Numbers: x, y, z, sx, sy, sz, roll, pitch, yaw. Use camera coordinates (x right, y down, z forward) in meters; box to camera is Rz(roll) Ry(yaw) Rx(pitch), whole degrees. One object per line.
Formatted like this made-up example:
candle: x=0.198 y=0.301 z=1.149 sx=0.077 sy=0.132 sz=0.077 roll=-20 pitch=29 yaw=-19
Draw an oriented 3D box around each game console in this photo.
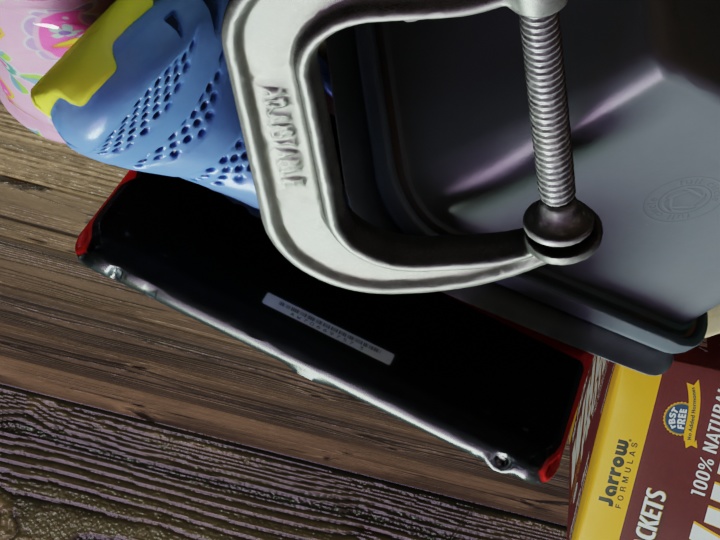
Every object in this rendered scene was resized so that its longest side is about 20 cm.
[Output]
game console: x=0.000 y=0.000 z=1.159 sx=0.200 sy=0.031 sz=0.177 roll=25 pitch=-149 yaw=1

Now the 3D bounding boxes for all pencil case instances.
pencil case: x=-0.111 y=-0.112 z=1.100 sx=0.087 sy=0.088 sz=0.200 roll=12 pitch=166 yaw=5

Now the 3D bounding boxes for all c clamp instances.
c clamp: x=0.040 y=-0.055 z=0.990 sx=0.171 sy=0.027 sz=0.200 roll=0 pitch=141 yaw=1

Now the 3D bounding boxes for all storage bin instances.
storage bin: x=0.105 y=-0.066 z=1.121 sx=0.134 sy=0.146 sz=0.200 roll=-28 pitch=145 yaw=33

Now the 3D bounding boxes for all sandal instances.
sandal: x=-0.049 y=-0.059 z=1.076 sx=0.087 sy=0.079 sz=0.200 roll=51 pitch=-162 yaw=13

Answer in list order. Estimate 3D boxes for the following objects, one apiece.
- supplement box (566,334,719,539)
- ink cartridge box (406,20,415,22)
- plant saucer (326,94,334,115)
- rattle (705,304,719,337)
supplement box: x=0.220 y=0.087 z=1.549 sx=0.200 sy=0.133 sz=0.197 roll=13 pitch=-160 yaw=0
ink cartridge box: x=-0.002 y=-0.148 z=0.916 sx=0.200 sy=0.045 sz=0.176 roll=20 pitch=158 yaw=-34
plant saucer: x=0.062 y=-0.023 z=1.378 sx=0.199 sy=0.037 sz=0.200 roll=13 pitch=-161 yaw=-3
rattle: x=0.141 y=-0.065 z=1.292 sx=0.130 sy=0.143 sz=0.200 roll=-20 pitch=-144 yaw=-4
